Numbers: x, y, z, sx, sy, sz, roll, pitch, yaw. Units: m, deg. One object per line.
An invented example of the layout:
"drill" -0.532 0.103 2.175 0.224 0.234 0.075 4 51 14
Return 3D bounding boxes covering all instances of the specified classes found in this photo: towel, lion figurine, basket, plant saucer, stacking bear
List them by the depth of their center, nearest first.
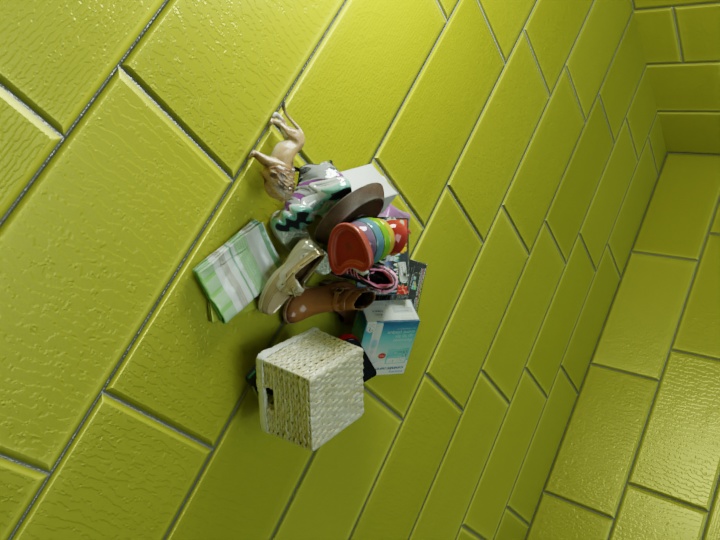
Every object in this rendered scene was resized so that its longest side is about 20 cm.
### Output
"lion figurine" -0.166 -0.256 1.440 0.122 0.072 0.200 30 81 -16
"towel" -0.256 0.001 1.441 0.200 0.031 0.149 -46 124 -35
"towel" -0.258 0.049 1.479 0.200 0.018 0.086 -19 108 -46
"basket" -0.111 0.263 1.490 0.200 0.161 0.198 -23 120 -47
"stacking bear" 0.032 -0.067 1.508 0.200 0.121 0.114 -16 97 -48
"plant saucer" -0.017 -0.121 1.528 0.200 0.034 0.200 -35 164 -12

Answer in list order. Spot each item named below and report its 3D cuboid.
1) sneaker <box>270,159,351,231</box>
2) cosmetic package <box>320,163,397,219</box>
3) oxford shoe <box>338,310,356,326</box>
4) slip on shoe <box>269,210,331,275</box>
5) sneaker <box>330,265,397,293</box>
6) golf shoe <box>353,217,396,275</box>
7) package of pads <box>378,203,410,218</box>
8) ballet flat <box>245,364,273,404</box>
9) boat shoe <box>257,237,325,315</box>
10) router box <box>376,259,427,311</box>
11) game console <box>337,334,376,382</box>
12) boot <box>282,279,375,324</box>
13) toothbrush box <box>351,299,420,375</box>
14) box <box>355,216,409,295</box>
"sneaker" -0.133 -0.181 1.503 0.200 0.140 0.078 -29 154 -9
"cosmetic package" -0.018 -0.182 1.621 0.200 0.113 0.081 -21 156 -46
"oxford shoe" -0.017 0.122 1.765 0.071 0.071 0.200 -39 136 1
"slip on shoe" -0.145 -0.063 1.556 0.200 0.061 0.074 46 70 -31
"sneaker" 0.000 0.000 1.625 0.095 0.200 0.079 -114 -138 -86
"golf shoe" 0.036 -0.056 1.614 0.200 0.078 0.097 -38 89 -37
"package of pads" 0.059 -0.080 1.783 0.120 0.076 0.200 21 83 -48
"ballet flat" -0.209 0.283 1.563 0.073 0.073 0.200 -60 144 -21
"boat shoe" -0.153 0.023 1.488 0.200 0.069 0.074 -56 155 2
"router box" 0.109 0.061 1.887 0.150 0.062 0.200 14 88 -51
"game console" -0.071 0.260 1.668 0.200 0.031 0.177 -30 127 -3
"boot" -0.074 0.084 1.598 0.200 0.155 0.077 -24 117 -45
"toothbrush box" 0.056 0.178 1.734 0.146 0.085 0.200 0 130 -18
"box" 0.055 -0.037 1.700 0.137 0.040 0.200 0 87 -6
